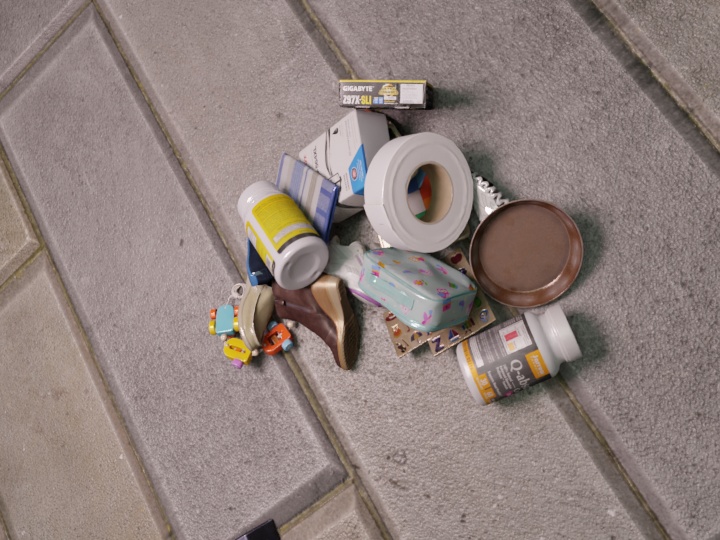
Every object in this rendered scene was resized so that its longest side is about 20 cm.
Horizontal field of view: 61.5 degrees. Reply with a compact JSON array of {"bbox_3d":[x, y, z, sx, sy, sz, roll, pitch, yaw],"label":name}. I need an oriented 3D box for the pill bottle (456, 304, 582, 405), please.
[{"bbox_3d":[0.274,0.144,1.053,0.196,0.116,0.120,-27,76,16],"label":"pill bottle"}]

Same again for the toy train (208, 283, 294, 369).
[{"bbox_3d":[-0.230,0.128,1.279,0.149,0.056,0.199,-41,60,-15],"label":"toy train"}]

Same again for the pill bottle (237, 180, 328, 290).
[{"bbox_3d":[-0.151,-0.072,1.143,0.114,0.114,0.201,-45,57,10],"label":"pill bottle"}]

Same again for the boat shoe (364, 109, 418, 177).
[{"bbox_3d":[0.044,-0.259,1.192,0.071,0.062,0.202,-41,57,9],"label":"boat shoe"}]

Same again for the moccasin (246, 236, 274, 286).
[{"bbox_3d":[-0.194,-0.040,1.242,0.066,0.082,0.204,-9,46,-1],"label":"moccasin"}]

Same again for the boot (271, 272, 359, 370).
[{"bbox_3d":[-0.091,0.097,1.208,0.161,0.072,0.207,2,111,31],"label":"boot"}]

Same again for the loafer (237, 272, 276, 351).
[{"bbox_3d":[-0.202,0.064,1.233,0.066,0.076,0.206,-6,58,12],"label":"loafer"}]

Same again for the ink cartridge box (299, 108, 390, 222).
[{"bbox_3d":[-0.028,-0.195,1.170,0.198,0.082,0.151,-23,73,48],"label":"ink cartridge box"}]

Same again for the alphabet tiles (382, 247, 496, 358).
[{"bbox_3d":[0.137,0.074,1.138,0.197,0.008,0.171,-33,54,15],"label":"alphabet tiles"}]

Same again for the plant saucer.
[{"bbox_3d":[0.290,-0.032,1.069,0.192,0.035,0.207,4,114,8],"label":"plant saucer"}]

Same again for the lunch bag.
[{"bbox_3d":[0.094,0.029,1.080,0.198,0.157,0.080,32,121,37],"label":"lunch bag"}]

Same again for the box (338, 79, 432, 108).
[{"bbox_3d":[0.054,-0.325,1.127,0.154,0.200,0.051,2,104,11],"label":"box"}]

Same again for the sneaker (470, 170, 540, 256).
[{"bbox_3d":[0.241,-0.110,1.120,0.200,0.075,0.082,47,109,19],"label":"sneaker"}]

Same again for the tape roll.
[{"bbox_3d":[0.104,-0.136,1.072,0.070,0.197,0.210,12,87,60],"label":"tape roll"}]

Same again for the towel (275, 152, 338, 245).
[{"bbox_3d":[-0.114,-0.132,1.197,0.198,0.023,0.152,35,120,43],"label":"towel"}]

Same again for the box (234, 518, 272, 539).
[{"bbox_3d":[-0.232,0.640,1.185,0.197,0.123,0.202,-34,73,13],"label":"box"}]

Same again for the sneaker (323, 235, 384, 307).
[{"bbox_3d":[0.000,0.000,1.188,0.196,0.075,0.101,30,81,20],"label":"sneaker"}]

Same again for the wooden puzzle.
[{"bbox_3d":[0.103,-0.130,1.187,0.180,0.037,0.207,-21,77,17],"label":"wooden puzzle"}]
